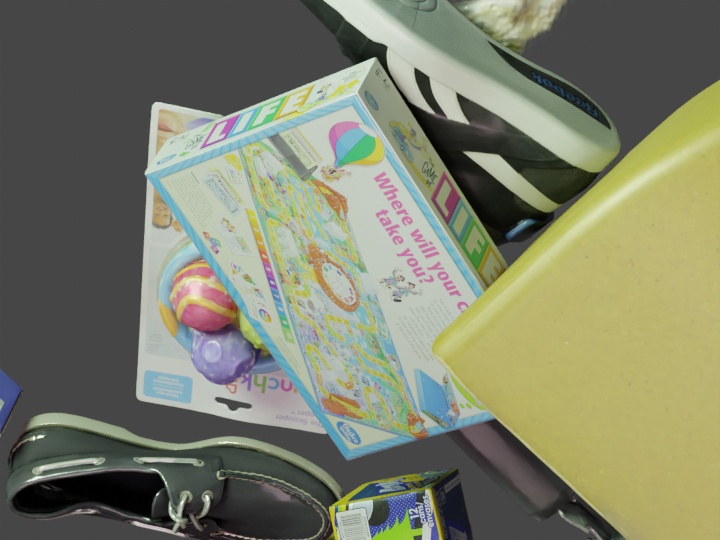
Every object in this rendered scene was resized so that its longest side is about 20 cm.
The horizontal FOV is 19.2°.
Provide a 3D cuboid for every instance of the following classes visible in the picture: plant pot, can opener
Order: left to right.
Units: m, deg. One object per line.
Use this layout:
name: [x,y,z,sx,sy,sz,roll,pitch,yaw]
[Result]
can opener: [0.108,0.107,1.192,0.200,0.053,0.066,40,104,-14]
plant pot: [0.192,0.007,0.988,0.196,0.194,0.200,43,119,4]

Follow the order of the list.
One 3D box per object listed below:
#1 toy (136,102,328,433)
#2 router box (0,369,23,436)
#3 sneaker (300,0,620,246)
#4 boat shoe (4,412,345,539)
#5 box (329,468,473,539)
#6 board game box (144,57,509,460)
toy: [-0.067,0.011,1.162,0.115,0.047,0.200,10,122,5]
router box: [-0.330,0.062,1.236,0.179,0.049,0.200,-37,109,27]
sneaker: [0.021,-0.078,1.077,0.200,0.073,0.112,33,119,-13]
boat shoe: [-0.109,0.135,1.235,0.200,0.063,0.073,11,122,3]
box: [0.040,0.219,1.212,0.064,0.070,0.200,-11,91,16]
board game box: [0.000,0.000,1.086,0.134,0.034,0.200,-18,118,32]
